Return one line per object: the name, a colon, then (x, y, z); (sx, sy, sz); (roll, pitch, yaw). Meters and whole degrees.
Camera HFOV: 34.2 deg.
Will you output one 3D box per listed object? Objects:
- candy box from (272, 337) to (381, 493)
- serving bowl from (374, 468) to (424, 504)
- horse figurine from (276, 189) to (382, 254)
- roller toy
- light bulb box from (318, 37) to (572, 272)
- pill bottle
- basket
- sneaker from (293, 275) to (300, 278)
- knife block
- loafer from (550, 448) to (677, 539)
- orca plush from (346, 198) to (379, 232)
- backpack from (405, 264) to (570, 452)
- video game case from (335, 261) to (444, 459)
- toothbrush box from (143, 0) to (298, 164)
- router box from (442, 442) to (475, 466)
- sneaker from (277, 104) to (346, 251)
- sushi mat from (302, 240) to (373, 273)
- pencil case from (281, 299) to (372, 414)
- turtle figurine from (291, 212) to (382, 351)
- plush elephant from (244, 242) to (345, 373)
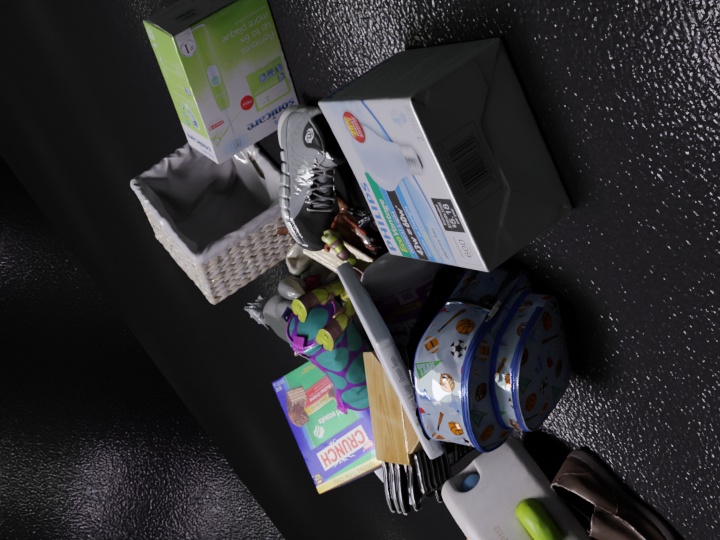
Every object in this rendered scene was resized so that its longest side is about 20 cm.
candy box: (-0.029, 0.233, 1.872); (0.169, 0.077, 0.201); (-32, 78, 32)
serving bowl: (0.060, 0.294, 1.969); (0.200, 0.066, 0.200); (47, 158, 26)
horse figurine: (-0.049, -0.066, 1.691); (0.133, 0.050, 0.200); (47, 153, -10)
roller toy: (0.199, 0.329, 1.539); (0.183, 0.140, 0.200); (54, 180, 39)
light bulb box: (0.084, -0.120, 1.212); (0.200, 0.125, 0.199); (11, 131, 62)
pill bottle: (0.089, 0.072, 1.507); (0.112, 0.112, 0.200); (10, 131, 63)
basket: (-0.221, -0.092, 1.858); (0.198, 0.200, 0.161); (47, 163, 26)
sneaker: (-0.062, 0.084, 1.949); (0.200, 0.071, 0.099); (62, 175, -33)
knife block: (0.054, 0.228, 1.619); (0.200, 0.064, 0.176); (50, 130, 29)
loafer: (0.307, 0.310, 1.420); (0.200, 0.071, 0.073); (44, 157, 30)
orca plush: (0.015, -0.085, 1.498); (0.105, 0.071, 0.200); (59, 160, -7)
backpack: (0.144, 0.110, 1.326); (0.154, 0.190, 0.200); (10, 132, 42)
video game case: (0.034, 0.105, 1.413); (0.182, 0.024, 0.200); (65, 177, -30)
toothbrush box: (-0.181, -0.269, 1.565); (0.086, 0.145, 0.200); (35, 150, 44)
router box: (0.096, 0.179, 1.718); (0.150, 0.062, 0.200); (43, 156, 36)
sneaker: (-0.055, -0.122, 1.553); (0.115, 0.075, 0.201); (3, 105, 56)
sushi mat: (0.000, 0.000, 1.659); (0.200, 0.012, 0.096); (32, 156, 13)
pencil case: (-0.033, 0.121, 1.647); (0.085, 0.092, 0.200); (30, 163, 40)
turtle figurine: (-0.001, 0.033, 1.547); (0.200, 0.161, 0.064); (55, 151, -9)
plush elephant: (-0.063, 0.044, 1.782); (0.200, 0.155, 0.165); (24, 152, 43)
